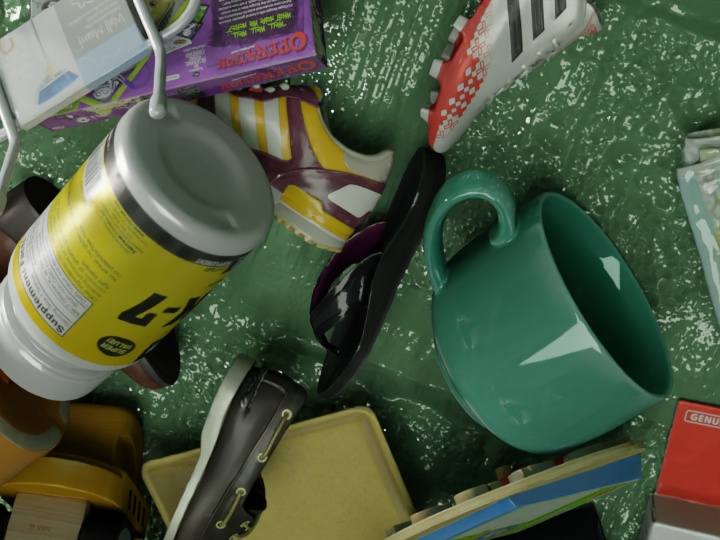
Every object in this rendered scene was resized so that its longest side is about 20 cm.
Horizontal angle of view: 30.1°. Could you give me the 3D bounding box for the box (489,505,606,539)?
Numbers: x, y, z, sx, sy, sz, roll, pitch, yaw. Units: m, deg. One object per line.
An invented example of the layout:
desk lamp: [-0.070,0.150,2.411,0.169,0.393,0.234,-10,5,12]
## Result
box: [0.140,0.298,0.977,0.106,0.200,0.150,-16,112,18]

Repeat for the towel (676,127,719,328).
towel: [0.311,-0.017,0.880,0.170,0.048,0.202,-14,112,18]

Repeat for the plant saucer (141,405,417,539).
plant saucer: [-0.044,0.201,1.052,0.198,0.049,0.202,-16,111,17]

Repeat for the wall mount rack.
wall mount rack: [-0.185,-0.125,0.822,0.199,0.075,0.175,-30,69,11]

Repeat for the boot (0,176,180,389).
boot: [-0.255,0.056,1.013,0.200,0.069,0.188,-38,104,25]

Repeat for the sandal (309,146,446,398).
sandal: [0.000,-0.001,0.928,0.048,0.076,0.202,18,118,-11]

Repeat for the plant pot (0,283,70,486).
plant pot: [-0.313,0.098,0.939,0.182,0.201,0.201,-22,110,16]

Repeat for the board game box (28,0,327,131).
board game box: [-0.122,-0.168,0.866,0.198,0.032,0.121,-10,71,16]

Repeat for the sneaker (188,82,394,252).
sneaker: [-0.071,-0.101,0.908,0.199,0.075,0.090,36,94,-2]

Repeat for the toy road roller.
toy road roller: [-0.218,0.192,1.059,0.121,0.147,0.200,5,154,8]

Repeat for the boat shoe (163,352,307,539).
boat shoe: [-0.096,0.159,0.975,0.060,0.072,0.203,23,115,4]

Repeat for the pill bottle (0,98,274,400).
pill bottle: [-0.155,-0.007,0.863,0.114,0.115,0.200,41,124,-10]

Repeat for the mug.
mug: [0.110,0.029,0.889,0.114,0.152,0.186,-34,79,25]

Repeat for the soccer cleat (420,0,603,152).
soccer cleat: [0.105,-0.153,0.844,0.085,0.069,0.201,27,113,2]

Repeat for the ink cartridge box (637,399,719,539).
ink cartridge box: [0.311,0.198,0.985,0.198,0.044,0.175,11,118,6]

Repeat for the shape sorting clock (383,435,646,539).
shape sorting clock: [0.105,0.156,0.935,0.199,0.200,0.040,-25,71,21]
